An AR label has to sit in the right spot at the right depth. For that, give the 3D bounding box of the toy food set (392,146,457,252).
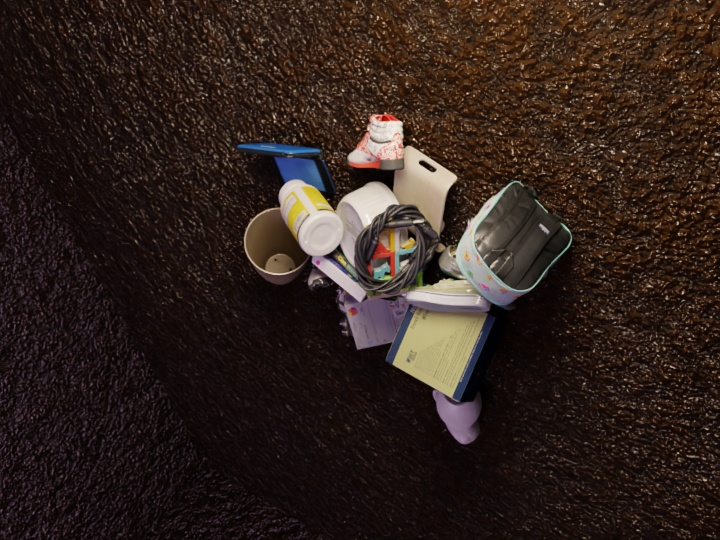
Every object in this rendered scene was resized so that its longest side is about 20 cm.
[{"bbox_3d":[0.139,-0.151,1.403,0.143,0.060,0.203,39,145,30],"label":"toy food set"}]

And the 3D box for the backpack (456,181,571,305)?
[{"bbox_3d":[0.274,-0.040,1.235,0.176,0.200,0.153,45,146,-3],"label":"backpack"}]

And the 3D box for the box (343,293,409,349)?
[{"bbox_3d":[0.068,0.113,1.648,0.194,0.042,0.159,-13,126,4],"label":"box"}]

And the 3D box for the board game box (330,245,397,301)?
[{"bbox_3d":[0.000,0.000,1.565,0.200,0.104,0.024,44,107,26],"label":"board game box"}]

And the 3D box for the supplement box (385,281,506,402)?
[{"bbox_3d":[0.197,0.164,1.495,0.196,0.204,0.134,24,180,26],"label":"supplement box"}]

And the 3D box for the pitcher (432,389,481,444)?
[{"bbox_3d":[0.249,0.354,1.753,0.171,0.120,0.202,41,160,33],"label":"pitcher"}]

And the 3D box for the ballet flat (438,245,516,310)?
[{"bbox_3d":[0.263,0.012,1.419,0.197,0.067,0.065,31,120,8],"label":"ballet flat"}]

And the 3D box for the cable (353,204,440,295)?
[{"bbox_3d":[0.065,-0.039,1.360,0.163,0.200,0.051,42,-170,-30],"label":"cable"}]

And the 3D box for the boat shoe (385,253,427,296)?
[{"bbox_3d":[0.084,-0.025,1.580,0.200,0.070,0.093,41,116,36],"label":"boat shoe"}]

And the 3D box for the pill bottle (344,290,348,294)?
[{"bbox_3d":[0.017,0.072,1.705,0.102,0.104,0.204,14,135,36],"label":"pill bottle"}]

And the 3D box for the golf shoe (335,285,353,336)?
[{"bbox_3d":[-0.013,0.102,1.811,0.092,0.079,0.203,7,134,19],"label":"golf shoe"}]

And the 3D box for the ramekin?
[{"bbox_3d":[0.018,-0.091,1.482,0.202,0.092,0.207,46,145,45],"label":"ramekin"}]

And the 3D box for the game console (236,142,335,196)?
[{"bbox_3d":[-0.181,-0.243,1.589,0.196,0.169,0.122,13,108,37],"label":"game console"}]

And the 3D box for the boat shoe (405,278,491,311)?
[{"bbox_3d":[0.192,0.051,1.406,0.195,0.064,0.072,3,161,28],"label":"boat shoe"}]

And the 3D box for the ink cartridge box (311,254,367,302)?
[{"bbox_3d":[-0.053,-0.004,1.564,0.199,0.094,0.037,41,106,9],"label":"ink cartridge box"}]

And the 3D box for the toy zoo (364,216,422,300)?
[{"bbox_3d":[0.073,-0.038,1.406,0.021,0.127,0.205,-120,23,-58],"label":"toy zoo"}]

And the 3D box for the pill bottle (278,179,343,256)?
[{"bbox_3d":[-0.123,-0.131,1.524,0.201,0.109,0.113,-126,19,-47],"label":"pill bottle"}]

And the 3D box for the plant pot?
[{"bbox_3d":[-0.224,-0.042,1.803,0.186,0.188,0.201,38,159,9],"label":"plant pot"}]

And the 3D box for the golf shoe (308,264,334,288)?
[{"bbox_3d":[-0.100,-0.014,1.671,0.076,0.200,0.097,-13,103,8],"label":"golf shoe"}]

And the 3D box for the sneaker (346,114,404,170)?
[{"bbox_3d":[0.032,-0.273,1.383,0.200,0.066,0.111,22,116,61],"label":"sneaker"}]
